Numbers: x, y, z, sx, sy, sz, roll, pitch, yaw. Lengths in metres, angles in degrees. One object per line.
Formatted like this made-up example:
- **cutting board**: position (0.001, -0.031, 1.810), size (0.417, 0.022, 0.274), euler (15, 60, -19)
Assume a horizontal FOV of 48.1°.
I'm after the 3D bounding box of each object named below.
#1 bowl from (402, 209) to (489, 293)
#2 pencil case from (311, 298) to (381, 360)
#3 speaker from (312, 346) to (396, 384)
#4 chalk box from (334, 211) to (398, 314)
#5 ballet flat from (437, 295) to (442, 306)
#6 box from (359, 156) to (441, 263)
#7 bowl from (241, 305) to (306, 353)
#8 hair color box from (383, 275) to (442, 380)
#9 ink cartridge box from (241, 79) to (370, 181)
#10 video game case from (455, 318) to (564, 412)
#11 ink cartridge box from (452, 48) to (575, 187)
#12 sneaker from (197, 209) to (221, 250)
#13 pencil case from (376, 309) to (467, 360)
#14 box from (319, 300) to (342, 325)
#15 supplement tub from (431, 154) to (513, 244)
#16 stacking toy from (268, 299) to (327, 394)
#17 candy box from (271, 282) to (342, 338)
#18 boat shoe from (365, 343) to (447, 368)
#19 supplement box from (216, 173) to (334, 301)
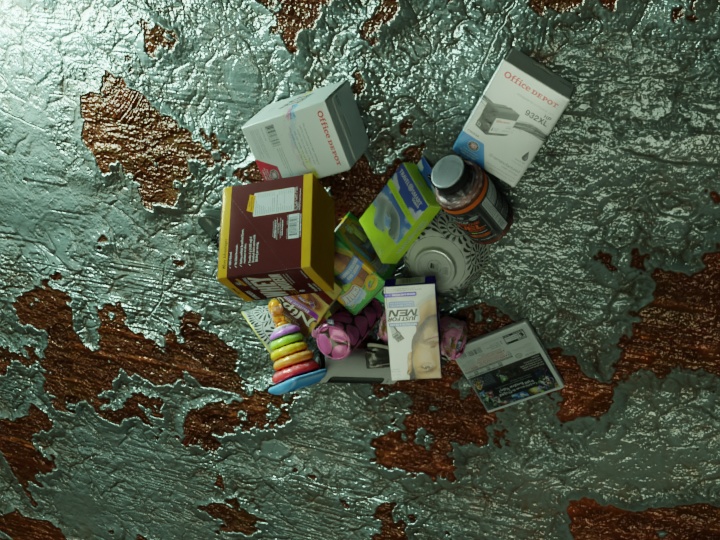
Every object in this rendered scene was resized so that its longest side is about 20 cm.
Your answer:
- **bowl**: position (0.165, -0.025, 1.692), size (0.197, 0.094, 0.204), euler (10, 122, 16)
- **pencil case**: position (-0.027, 0.117, 1.786), size (0.092, 0.200, 0.092), euler (14, 112, 19)
- **speaker**: position (-0.009, 0.217, 1.845), size (0.197, 0.082, 0.082), euler (6, 129, -27)
- **chalk box**: position (0.000, 0.000, 1.752), size (0.199, 0.124, 0.125), euler (41, 124, -4)
- **ballet flat**: position (0.130, 0.142, 1.718), size (0.062, 0.068, 0.204), euler (20, 109, 31)
- **box**: position (0.086, -0.124, 1.661), size (0.201, 0.047, 0.123), euler (-51, 55, 35)
- **bowl**: position (-0.183, 0.150, 1.896), size (0.094, 0.201, 0.202), euler (-36, 104, -7)
- **hair color box**: position (0.109, 0.119, 1.660), size (0.107, 0.065, 0.204), euler (-4, 104, 7)
- **ink cartridge box**: position (-0.104, -0.272, 1.626), size (0.197, 0.145, 0.147), euler (-10, 115, 26)
- **video game case**: position (0.328, 0.216, 1.808), size (0.198, 0.023, 0.183), euler (-25, 106, 30)
- **ink cartridge box**: position (0.283, -0.283, 1.505), size (0.144, 0.084, 0.202), euler (31, 124, 3)
- **sneaker**: position (-0.300, -0.064, 1.862), size (0.199, 0.079, 0.076), euler (38, 125, -1)
- **pencil case**: position (0.138, 0.136, 1.799), size (0.197, 0.087, 0.084), euler (13, 129, 17)
- **box**: position (-0.078, 0.080, 1.859), size (0.050, 0.075, 0.202), euler (-20, 110, 31)
- **supplement tub**: position (0.210, -0.139, 1.551), size (0.106, 0.109, 0.200), euler (-17, 145, 28)
- **stacking toy**: position (-0.161, 0.159, 1.762), size (0.115, 0.109, 0.203), euler (-29, 77, 45)
- **candy box**: position (-0.121, 0.061, 1.752), size (0.116, 0.057, 0.200), euler (40, 151, 3)
- **boat shoe**: position (0.101, 0.208, 1.827), size (0.197, 0.067, 0.058), euler (12, 82, -18)
- **supplement box**: position (-0.165, -0.062, 1.612), size (0.196, 0.201, 0.133), euler (-7, 158, 17)
